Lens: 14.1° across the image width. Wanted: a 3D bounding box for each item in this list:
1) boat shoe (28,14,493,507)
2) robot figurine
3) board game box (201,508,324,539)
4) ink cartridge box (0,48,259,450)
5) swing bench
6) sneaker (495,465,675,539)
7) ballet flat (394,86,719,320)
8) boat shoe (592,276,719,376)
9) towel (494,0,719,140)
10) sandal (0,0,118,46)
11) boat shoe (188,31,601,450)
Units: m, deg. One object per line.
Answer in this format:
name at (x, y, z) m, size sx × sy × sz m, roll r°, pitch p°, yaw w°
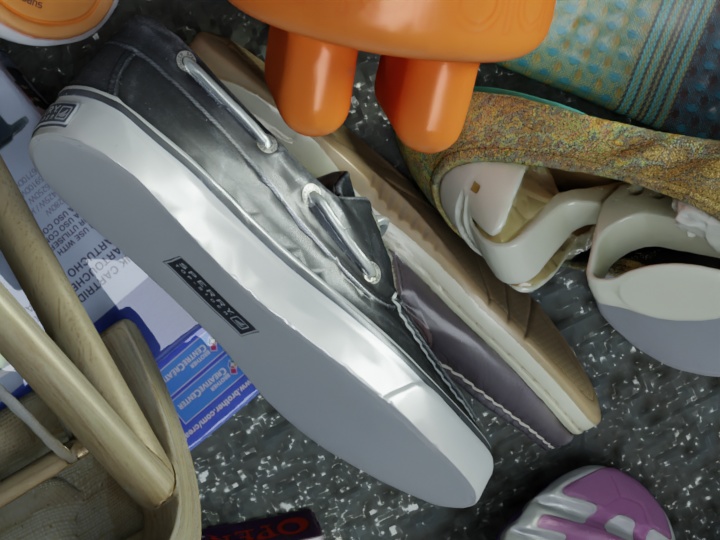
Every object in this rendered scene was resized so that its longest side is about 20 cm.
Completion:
boat shoe at (-0.019, -0.002, 0.965) m, size 0.200 × 0.072 × 0.068 m, roll 43°, pitch 65°, yaw -18°
robot figurine at (0.018, -0.142, 0.938) m, size 0.144 × 0.117 × 0.200 m, roll 18°, pitch 108°, yaw 27°
board game box at (-0.105, 0.165, 1.091) m, size 0.200 × 0.032 × 0.120 m, roll -10°, pitch 114°, yaw -7°
ink cartridge box at (-0.137, 0.001, 0.996) m, size 0.119 × 0.042 × 0.200 m, roll -40°, pitch 97°, yaw 5°
swing bench at (-0.181, 0.053, 0.923) m, size 0.199 × 0.130 × 0.200 m, roll -30°, pitch 103°, yaw 14°
sneaker at (0.048, 0.164, 1.096) m, size 0.080 × 0.088 × 0.200 m, roll 28°, pitch 79°, yaw -18°
ballet flat at (0.080, -0.017, 0.979) m, size 0.071 × 0.200 × 0.071 m, roll -20°, pitch 116°, yaw -50°
boat shoe at (0.159, -0.021, 1.017) m, size 0.072 × 0.200 × 0.066 m, roll 47°, pitch 54°, yaw -7°
towel at (0.069, -0.140, 1.017) m, size 0.200 × 0.022 × 0.147 m, roll 21°, pitch 103°, yaw -14°
sandal at (-0.104, -0.169, 0.946) m, size 0.079 × 0.059 × 0.207 m, roll -17°, pitch 113°, yaw -34°
boat shoe at (0.000, 0.000, 1.034) m, size 0.200 × 0.072 × 0.065 m, roll 41°, pitch 102°, yaw -17°
